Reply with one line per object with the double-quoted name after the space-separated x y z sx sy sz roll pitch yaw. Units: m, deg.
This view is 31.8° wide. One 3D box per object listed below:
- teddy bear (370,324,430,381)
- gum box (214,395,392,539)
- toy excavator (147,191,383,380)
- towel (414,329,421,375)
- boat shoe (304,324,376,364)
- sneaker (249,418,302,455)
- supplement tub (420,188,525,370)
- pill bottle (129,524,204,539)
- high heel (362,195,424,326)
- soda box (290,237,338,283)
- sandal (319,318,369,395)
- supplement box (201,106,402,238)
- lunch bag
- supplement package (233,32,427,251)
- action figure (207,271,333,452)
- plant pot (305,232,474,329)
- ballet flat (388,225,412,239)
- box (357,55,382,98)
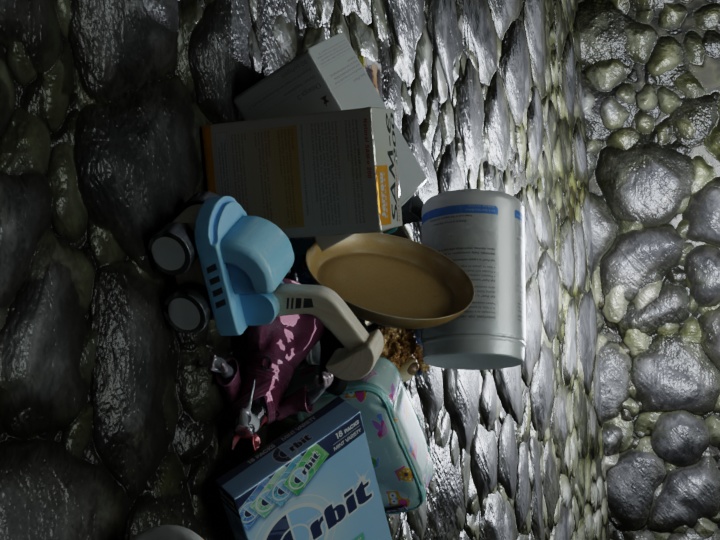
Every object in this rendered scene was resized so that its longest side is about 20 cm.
0.025 0.141 1.581 0.144 0.200 0.067 -2 52 -43 "teddy bear"
-0.056 0.264 1.378 0.169 0.044 0.202 -31 127 -25 "gum box"
-0.088 0.019 1.250 0.100 0.197 0.197 -53 136 -58 "toy excavator"
0.062 0.057 1.698 0.112 0.048 0.201 57 -20 22 "towel"
-0.019 0.078 1.608 0.201 0.064 0.076 -2 89 -69 "boat shoe"
-0.057 0.250 1.453 0.068 0.088 0.202 -68 148 -48 "sneaker"
0.138 0.013 1.551 0.132 0.130 0.204 32 58 -65 "supplement tub"
-0.148 0.324 1.173 0.201 0.114 0.118 59 35 -52 "pill bottle"
0.000 0.000 1.593 0.071 0.141 0.202 44 50 -29 "high heel"
-0.034 -0.081 1.584 0.065 0.067 0.202 65 30 -44 "soda box"
-0.014 0.079 1.443 0.076 0.047 0.201 -62 -165 20 "sandal"
-0.061 -0.100 1.336 0.073 0.197 0.128 -15 102 -68 "supplement box"
-0.008 0.206 1.502 0.077 0.158 0.202 -68 142 -56 "lunch bag"
-0.032 -0.148 1.446 0.202 0.116 0.117 59 26 -7 "supplement package"
-0.107 0.104 1.380 0.149 0.133 0.202 -37 -150 64 "action figure"
0.032 0.014 1.438 0.200 0.197 0.028 -49 155 -61 "plant pot"
0.044 -0.051 1.800 0.069 0.068 0.203 -42 127 -63 "ballet flat"
-0.001 -0.183 1.711 0.075 0.049 0.204 -1 89 -69 "box"
